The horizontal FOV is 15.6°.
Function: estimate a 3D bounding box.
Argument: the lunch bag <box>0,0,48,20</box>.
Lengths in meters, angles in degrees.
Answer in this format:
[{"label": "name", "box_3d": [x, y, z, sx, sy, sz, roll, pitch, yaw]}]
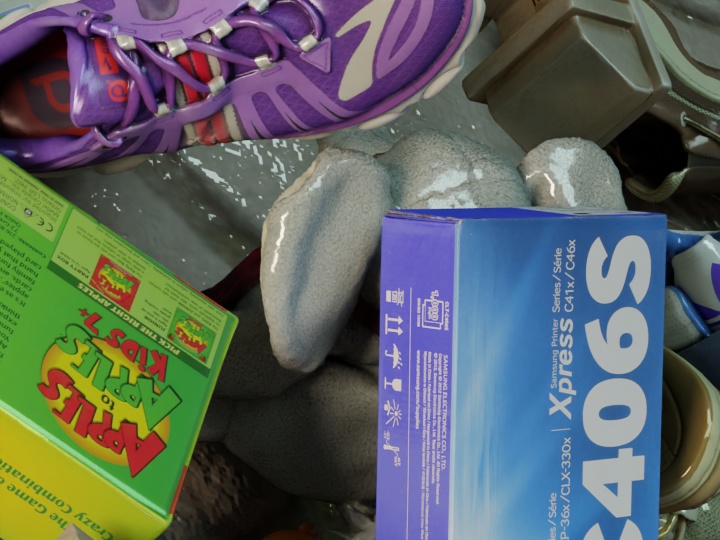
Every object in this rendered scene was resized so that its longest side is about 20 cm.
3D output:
[{"label": "lunch bag", "box_3d": [-0.099, -0.124, 1.002, 0.077, 0.160, 0.200, 78, 13, -46]}]

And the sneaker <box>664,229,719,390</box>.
[{"label": "sneaker", "box_3d": [0.184, 0.053, 1.140, 0.147, 0.081, 0.200, 50, 0, -32]}]

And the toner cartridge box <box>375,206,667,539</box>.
[{"label": "toner cartridge box", "box_3d": [0.054, 0.080, 0.886, 0.095, 0.043, 0.201, -3, 96, -36]}]

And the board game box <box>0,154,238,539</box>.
[{"label": "board game box", "box_3d": [-0.140, 0.003, 0.822, 0.200, 0.048, 0.102, 36, 37, -15]}]

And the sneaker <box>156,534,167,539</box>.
[{"label": "sneaker", "box_3d": [-0.040, 0.158, 0.900, 0.115, 0.075, 0.201, -17, 82, -56]}]

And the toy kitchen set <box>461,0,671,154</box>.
[{"label": "toy kitchen set", "box_3d": [0.014, -0.128, 1.085, 0.180, 0.200, 0.164, 8, 53, -42]}]

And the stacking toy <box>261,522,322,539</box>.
[{"label": "stacking toy", "box_3d": [0.046, 0.145, 0.981, 0.199, 0.110, 0.116, 23, 60, -15]}]

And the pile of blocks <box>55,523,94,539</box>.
[{"label": "pile of blocks", "box_3d": [-0.024, 0.130, 0.809, 0.199, 0.082, 0.062, 14, 10, -17]}]

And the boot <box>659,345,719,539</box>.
[{"label": "boot", "box_3d": [0.117, 0.085, 1.031, 0.154, 0.200, 0.072, 32, 74, -27]}]

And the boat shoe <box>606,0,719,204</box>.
[{"label": "boat shoe", "box_3d": [0.153, -0.062, 1.298, 0.202, 0.075, 0.075, 34, 63, -22]}]

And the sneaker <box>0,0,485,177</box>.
[{"label": "sneaker", "box_3d": [-0.054, -0.066, 0.855, 0.081, 0.199, 0.083, 69, 22, -6]}]

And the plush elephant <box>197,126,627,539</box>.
[{"label": "plush elephant", "box_3d": [0.000, 0.000, 0.954, 0.164, 0.155, 0.200, 5, 30, -41]}]
